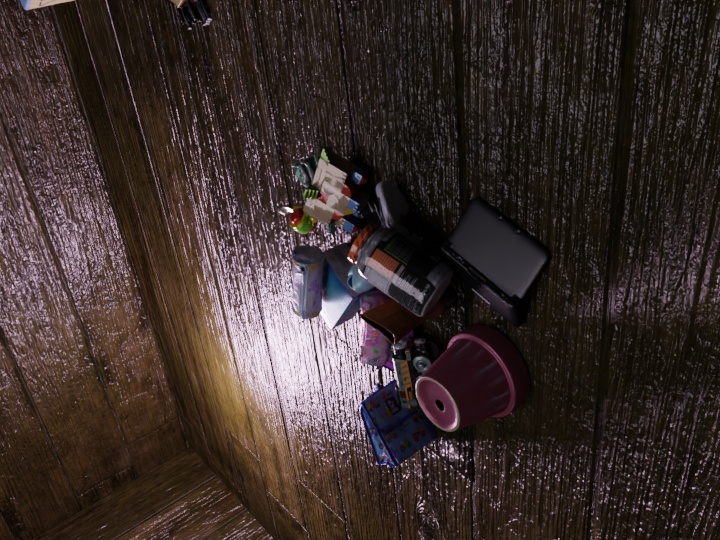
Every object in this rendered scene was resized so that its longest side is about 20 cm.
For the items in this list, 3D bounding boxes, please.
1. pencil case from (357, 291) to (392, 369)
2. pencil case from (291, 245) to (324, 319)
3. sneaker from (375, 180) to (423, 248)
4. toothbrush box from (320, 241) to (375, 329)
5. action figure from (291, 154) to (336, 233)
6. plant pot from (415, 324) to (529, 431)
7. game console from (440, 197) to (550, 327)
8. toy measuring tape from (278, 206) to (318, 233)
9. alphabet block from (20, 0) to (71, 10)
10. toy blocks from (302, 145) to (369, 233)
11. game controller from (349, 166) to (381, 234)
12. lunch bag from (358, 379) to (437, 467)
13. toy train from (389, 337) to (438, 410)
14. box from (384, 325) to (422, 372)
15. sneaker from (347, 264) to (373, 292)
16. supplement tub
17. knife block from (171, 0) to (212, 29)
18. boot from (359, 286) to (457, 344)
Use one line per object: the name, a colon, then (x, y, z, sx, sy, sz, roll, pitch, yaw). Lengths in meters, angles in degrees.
pencil case: (0.035, 0.147, 1.700, 0.087, 0.087, 0.200, 38, 139, 36)
pencil case: (-0.135, 0.032, 1.767, 0.091, 0.083, 0.200, -95, 8, -47)
sneaker: (0.057, -0.095, 1.536, 0.114, 0.075, 0.200, -13, 106, 43)
toothbrush box: (-0.058, 0.043, 1.824, 0.147, 0.085, 0.200, 55, 148, 15)
action figure: (-0.108, -0.186, 1.763, 0.118, 0.055, 0.200, -8, 110, 55)
plant pot: (0.223, 0.238, 1.458, 0.200, 0.179, 0.200, 35, 139, 38)
game console: (0.267, -0.014, 1.357, 0.200, 0.116, 0.176, 44, 174, 31)
toy measuring tape: (-0.174, -0.136, 1.876, 0.200, 0.073, 0.074, 8, 120, 53)
alphabet block: (-1.138, -1.080, 2.496, 0.195, 0.200, 0.197, -3, 111, 56)
toy blocks: (-0.045, -0.171, 1.592, 0.137, 0.100, 0.200, 32, 128, 13)
game controller: (0.009, -0.145, 1.637, 0.104, 0.042, 0.200, -26, 91, 45)
lunch bag: (0.083, 0.383, 1.806, 0.094, 0.150, 0.200, -18, 98, 59)
toy train: (0.133, 0.249, 1.662, 0.114, 0.085, 0.200, 0, 119, 25)
box: (0.101, 0.181, 1.741, 0.143, 0.036, 0.200, 25, 134, 45)
sneaker: (0.000, 0.000, 1.631, 0.074, 0.082, 0.200, 56, -174, -11)
supplement tub: (0.080, -0.006, 1.440, 0.200, 0.123, 0.123, 36, 142, 14)
knife block: (-0.461, -0.756, 1.848, 0.175, 0.064, 0.200, 40, 142, 33)
boot: (0.080, 0.068, 1.521, 0.188, 0.200, 0.069, 42, 145, 32)
